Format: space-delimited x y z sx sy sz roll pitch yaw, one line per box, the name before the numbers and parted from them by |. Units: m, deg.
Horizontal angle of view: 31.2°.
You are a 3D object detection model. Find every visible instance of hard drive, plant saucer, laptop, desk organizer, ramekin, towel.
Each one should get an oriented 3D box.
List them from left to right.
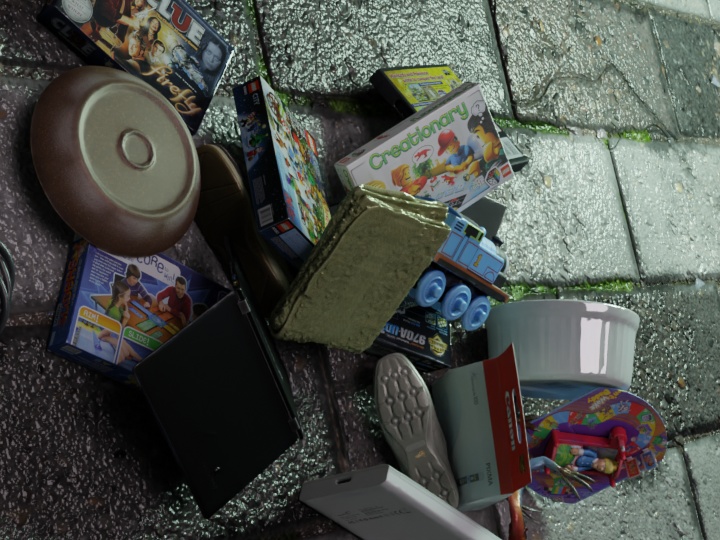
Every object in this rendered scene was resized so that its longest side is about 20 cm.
plant saucer | -0.229 -0.114 1.271 0.200 0.037 0.201 20 60 -39
laptop | -0.142 0.101 1.289 0.200 0.115 0.188 -112 -178 -62
towel | 0.000 0.000 1.370 0.148 0.200 0.037 14 26 -41
hard drive | 0.048 0.274 1.404 0.200 0.132 0.026 37 50 -32
desk organizer | 0.083 -0.082 1.605 0.200 0.077 0.072 19 91 -42
ramekin | 0.256 0.106 1.655 0.200 0.200 0.098 17 71 -43

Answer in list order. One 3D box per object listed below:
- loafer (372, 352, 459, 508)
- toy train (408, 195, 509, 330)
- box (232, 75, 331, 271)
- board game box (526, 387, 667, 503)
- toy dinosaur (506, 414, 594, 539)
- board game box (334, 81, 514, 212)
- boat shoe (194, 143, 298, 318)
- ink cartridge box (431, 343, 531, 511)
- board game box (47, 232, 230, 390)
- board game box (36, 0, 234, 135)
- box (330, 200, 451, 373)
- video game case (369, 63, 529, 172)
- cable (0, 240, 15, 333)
loafer | 0.061 0.192 1.508 0.070 0.070 0.201 -132 -156 -86
toy train | 0.107 -0.006 1.500 0.200 0.087 0.115 27 95 -51
box | -0.078 -0.096 1.407 0.137 0.038 0.201 46 26 -53
board game box | 0.291 0.235 1.634 0.158 0.200 0.039 49 21 -28
toy dinosaur | 0.174 0.251 1.550 0.199 0.105 0.181 24 25 13
board game box | 0.078 -0.118 1.508 0.200 0.035 0.127 -34 115 -19
boat shoe | -0.123 -0.047 1.395 0.202 0.072 0.066 64 32 -9
ink cartridge box | 0.137 0.186 1.492 0.047 0.200 0.161 -2 72 -13
board game box | -0.207 0.051 1.284 0.200 0.034 0.136 31 54 -37
board game box | -0.233 -0.251 1.373 0.200 0.035 0.136 42 48 -29
box | 0.030 0.023 1.547 0.200 0.046 0.160 21 60 -42
video game case | 0.118 -0.192 1.667 0.181 0.026 0.200 51 29 11
cable | -0.390 0.010 1.100 0.200 0.051 0.164 -34 106 -51
